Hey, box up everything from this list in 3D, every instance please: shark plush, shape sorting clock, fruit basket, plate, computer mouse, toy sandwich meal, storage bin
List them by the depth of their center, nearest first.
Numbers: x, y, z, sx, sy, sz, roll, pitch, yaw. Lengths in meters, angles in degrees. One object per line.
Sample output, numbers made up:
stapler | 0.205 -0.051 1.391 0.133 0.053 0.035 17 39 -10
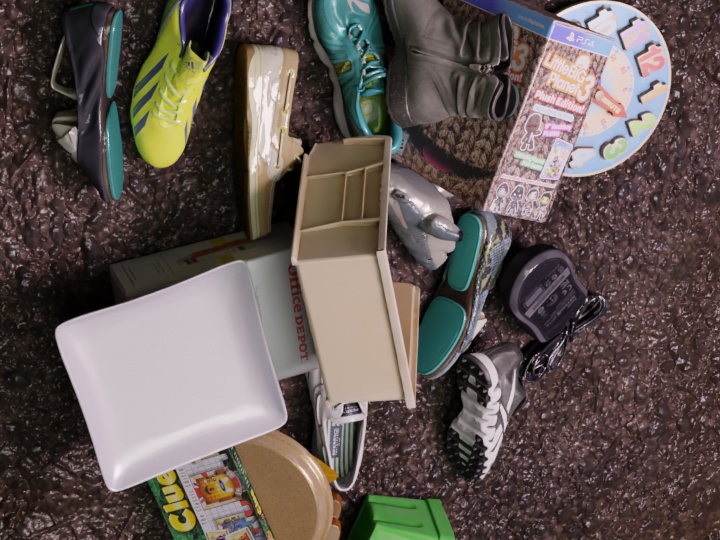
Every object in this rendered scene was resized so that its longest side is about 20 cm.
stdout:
plate | -0.187 0.101 1.611 0.198 0.032 0.201 -21 119 -13
storage bin | 0.000 0.000 1.626 0.093 0.199 0.201 -5 129 9
shark plush | 0.028 -0.066 1.716 0.199 0.091 0.083 23 131 -34
shape sorting clock | 0.252 -0.197 1.773 0.198 0.039 0.202 -9 114 -21
toy sandwich meal | -0.111 0.247 1.774 0.203 0.070 0.207 3 111 9
computer mouse | 0.201 0.032 1.828 0.138 0.053 0.200 -43 144 -6
fruit basket | 0.068 0.374 1.880 0.214 0.156 0.217 -2 105 -6

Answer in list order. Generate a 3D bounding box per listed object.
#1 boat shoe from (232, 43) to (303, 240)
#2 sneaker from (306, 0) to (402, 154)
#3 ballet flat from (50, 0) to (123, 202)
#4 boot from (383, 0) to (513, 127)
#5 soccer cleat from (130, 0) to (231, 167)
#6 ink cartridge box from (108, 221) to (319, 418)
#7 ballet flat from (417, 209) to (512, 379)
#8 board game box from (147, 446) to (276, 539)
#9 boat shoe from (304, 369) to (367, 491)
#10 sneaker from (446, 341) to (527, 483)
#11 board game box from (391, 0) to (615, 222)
boat shoe | -0.091 -0.128 1.630 0.066 0.074 0.202 -4 113 -16
sneaker | 0.005 -0.209 1.634 0.077 0.080 0.201 -25 118 -12
ballet flat | -0.262 -0.162 1.550 0.072 0.073 0.201 -8 120 -21
boot | 0.094 -0.239 1.601 0.068 0.130 0.202 10 77 -59
soccer cleat | -0.173 -0.191 1.560 0.064 0.084 0.202 10 107 -27
ink cartridge box | -0.145 0.048 1.673 0.199 0.083 0.146 -15 116 -17
ballet flat | 0.120 0.030 1.797 0.074 0.074 0.201 11 109 -27
board game box | -0.170 0.230 1.726 0.104 0.023 0.201 -17 108 18
boat shoe | -0.017 0.147 1.781 0.073 0.067 0.202 -12 115 -19
sneaker | 0.151 0.160 1.852 0.090 0.066 0.201 -28 139 -32
board game box | 0.140 -0.174 1.651 0.096 0.159 0.201 8 107 -43
